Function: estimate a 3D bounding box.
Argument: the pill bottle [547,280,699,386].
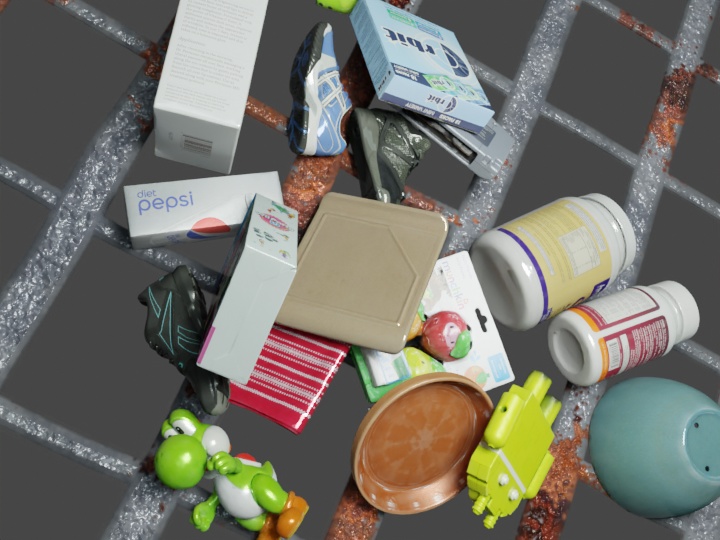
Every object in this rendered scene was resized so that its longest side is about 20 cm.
[{"bbox_3d":[0.379,0.086,1.016,0.198,0.110,0.111,-16,81,-19],"label":"pill bottle"}]

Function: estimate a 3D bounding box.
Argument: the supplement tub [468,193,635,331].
[{"bbox_3d":[0.269,-0.017,0.991,0.198,0.145,0.147,-23,83,-19],"label":"supplement tub"}]

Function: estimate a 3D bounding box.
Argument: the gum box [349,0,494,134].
[{"bbox_3d":[0.084,-0.293,0.995,0.168,0.045,0.202,12,45,-29],"label":"gum box"}]

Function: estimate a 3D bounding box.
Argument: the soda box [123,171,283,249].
[{"bbox_3d":[-0.201,-0.078,0.916,0.198,0.063,0.069,-8,79,-17],"label":"soda box"}]

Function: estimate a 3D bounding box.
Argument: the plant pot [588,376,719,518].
[{"bbox_3d":[0.442,0.243,0.980,0.198,0.135,0.203,4,75,-15],"label":"plant pot"}]

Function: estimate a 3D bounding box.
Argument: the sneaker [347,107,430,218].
[{"bbox_3d":[0.054,-0.135,0.996,0.113,0.076,0.202,-7,78,-17],"label":"sneaker"}]

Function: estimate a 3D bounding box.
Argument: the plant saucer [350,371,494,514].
[{"bbox_3d":[0.079,0.216,0.890,0.198,0.032,0.203,-9,116,-19],"label":"plant saucer"}]

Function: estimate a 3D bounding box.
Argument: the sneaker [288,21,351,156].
[{"bbox_3d":[-0.056,-0.255,1.006,0.076,0.076,0.203,9,79,-27],"label":"sneaker"}]

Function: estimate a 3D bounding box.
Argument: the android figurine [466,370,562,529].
[{"bbox_3d":[0.201,0.236,0.918,0.201,0.041,0.183,-54,136,-23],"label":"android figurine"}]

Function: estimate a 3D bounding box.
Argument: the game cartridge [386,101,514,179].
[{"bbox_3d":[0.133,-0.223,1.029,0.199,0.042,0.133,39,32,0],"label":"game cartridge"}]

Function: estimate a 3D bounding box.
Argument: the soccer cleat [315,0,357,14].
[{"bbox_3d":[-0.022,-0.486,1.073,0.080,0.068,0.202,10,74,0],"label":"soccer cleat"}]

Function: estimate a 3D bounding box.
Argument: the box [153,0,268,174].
[{"bbox_3d":[-0.195,-0.254,0.915,0.105,0.152,0.202,12,72,-12],"label":"box"}]

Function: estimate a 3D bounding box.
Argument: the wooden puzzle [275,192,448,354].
[{"bbox_3d":[0.000,0.000,0.899,0.183,0.037,0.202,13,61,19],"label":"wooden puzzle"}]

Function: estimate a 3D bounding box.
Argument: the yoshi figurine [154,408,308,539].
[{"bbox_3d":[-0.165,0.252,0.822,0.200,0.112,0.113,41,76,1],"label":"yoshi figurine"}]

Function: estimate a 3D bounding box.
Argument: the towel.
[{"bbox_3d":[-0.086,0.093,0.889,0.143,0.023,0.201,20,67,26],"label":"towel"}]

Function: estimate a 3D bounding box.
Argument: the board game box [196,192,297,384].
[{"bbox_3d":[-0.127,0.012,0.816,0.064,0.200,0.149,23,107,-13],"label":"board game box"}]

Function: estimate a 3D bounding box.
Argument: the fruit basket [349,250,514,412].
[{"bbox_3d":[0.082,0.090,0.926,0.198,0.094,0.187,-19,82,-1],"label":"fruit basket"}]

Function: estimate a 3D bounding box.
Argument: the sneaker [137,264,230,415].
[{"bbox_3d":[-0.214,0.091,0.859,0.078,0.076,0.201,-21,61,-8],"label":"sneaker"}]
